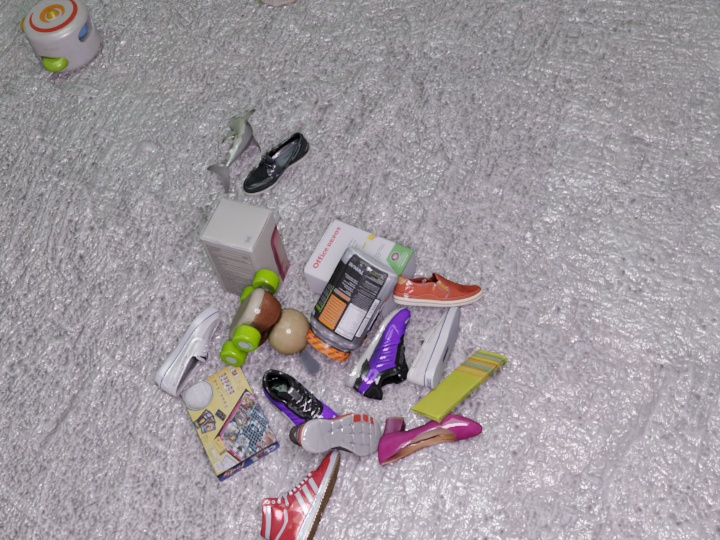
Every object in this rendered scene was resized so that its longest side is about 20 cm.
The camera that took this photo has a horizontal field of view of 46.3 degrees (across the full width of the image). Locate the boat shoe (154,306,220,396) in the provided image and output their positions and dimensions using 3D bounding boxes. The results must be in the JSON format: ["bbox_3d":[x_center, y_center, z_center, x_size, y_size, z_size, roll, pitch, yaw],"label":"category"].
[{"bbox_3d":[-0.342,0.171,1.747,0.065,0.074,0.202,28,76,19],"label":"boat shoe"}]

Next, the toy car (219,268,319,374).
[{"bbox_3d":[-0.161,0.127,1.715,0.197,0.158,0.167,26,55,-14],"label":"toy car"}]

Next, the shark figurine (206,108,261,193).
[{"bbox_3d":[-0.281,-0.297,2.029,0.127,0.089,0.218,-24,40,34],"label":"shark figurine"}]

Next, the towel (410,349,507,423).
[{"bbox_3d":[0.191,0.219,1.616,0.199,0.018,0.085,-36,23,-27],"label":"towel"}]

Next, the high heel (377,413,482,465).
[{"bbox_3d":[0.129,0.324,1.571,0.196,0.068,0.097,-7,45,22],"label":"high heel"}]

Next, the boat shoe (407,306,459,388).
[{"bbox_3d":[0.146,0.147,1.672,0.064,0.073,0.202,9,52,21],"label":"boat shoe"}]

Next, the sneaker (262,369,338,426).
[{"bbox_3d":[-0.118,0.259,1.629,0.198,0.100,0.070,31,66,21],"label":"sneaker"}]

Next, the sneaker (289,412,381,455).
[{"bbox_3d":[-0.048,0.301,1.573,0.081,0.197,0.079,-4,76,50],"label":"sneaker"}]

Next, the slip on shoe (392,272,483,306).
[{"bbox_3d":[0.161,0.037,1.719,0.195,0.063,0.074,2,10,-15],"label":"slip on shoe"}]

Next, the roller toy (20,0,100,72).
[{"bbox_3d":[-0.816,-0.653,2.294,0.181,0.141,0.201,-32,58,-13],"label":"roller toy"}]

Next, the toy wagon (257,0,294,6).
[{"bbox_3d":[-0.230,-0.829,2.377,0.152,0.040,0.203,-14,56,-1],"label":"toy wagon"}]

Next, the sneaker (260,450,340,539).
[{"bbox_3d":[-0.115,0.412,1.551,0.110,0.072,0.203,18,64,15],"label":"sneaker"}]

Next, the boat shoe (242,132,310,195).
[{"bbox_3d":[-0.203,-0.257,1.992,0.198,0.067,0.075,-35,59,-14],"label":"boat shoe"}]

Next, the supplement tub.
[{"bbox_3d":[-0.020,0.067,1.651,0.122,0.122,0.203,34,100,27],"label":"supplement tub"}]

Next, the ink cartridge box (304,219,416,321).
[{"bbox_3d":[0.000,0.000,1.787,0.197,0.085,0.146,22,63,20],"label":"ink cartridge box"}]

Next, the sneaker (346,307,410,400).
[{"bbox_3d":[0.062,0.173,1.676,0.098,0.070,0.202,30,68,14],"label":"sneaker"}]

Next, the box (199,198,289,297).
[{"bbox_3d":[-0.240,-0.038,1.778,0.125,0.202,0.110,14,58,17],"label":"box"}]

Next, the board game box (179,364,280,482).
[{"bbox_3d":[-0.260,0.296,1.669,0.134,0.035,0.202,-27,58,-9],"label":"board game box"}]
